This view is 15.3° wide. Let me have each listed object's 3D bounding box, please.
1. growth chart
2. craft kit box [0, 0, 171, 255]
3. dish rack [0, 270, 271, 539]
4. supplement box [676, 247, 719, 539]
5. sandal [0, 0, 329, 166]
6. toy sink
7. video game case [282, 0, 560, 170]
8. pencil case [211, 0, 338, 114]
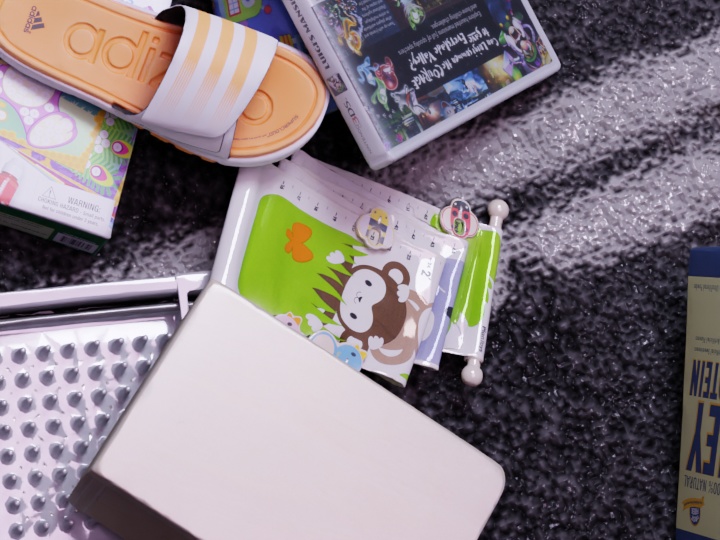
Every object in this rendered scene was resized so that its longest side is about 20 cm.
[{"bbox_3d":[0.000,0.000,1.607,0.199,0.018,0.145,17,65,-27],"label":"growth chart"},{"bbox_3d":[-0.220,-0.133,1.580,0.199,0.049,0.198,17,70,-14],"label":"craft kit box"},{"bbox_3d":[-0.143,0.093,1.550,0.199,0.044,0.172,-5,80,-19],"label":"dish rack"},{"bbox_3d":[0.311,0.090,1.621,0.199,0.134,0.201,3,90,-18],"label":"supplement box"},{"bbox_3d":[-0.119,-0.117,1.541,0.206,0.059,0.079,17,85,-5],"label":"sandal"},{"bbox_3d":[-0.042,0.121,1.494,0.200,0.112,0.131,32,70,-3],"label":"toy sink"},{"bbox_3d":[0.025,-0.172,1.626,0.200,0.023,0.182,-31,93,-50],"label":"video game case"},{"bbox_3d":[-0.062,-0.185,1.625,0.078,0.087,0.201,-1,73,-62],"label":"pencil case"}]
